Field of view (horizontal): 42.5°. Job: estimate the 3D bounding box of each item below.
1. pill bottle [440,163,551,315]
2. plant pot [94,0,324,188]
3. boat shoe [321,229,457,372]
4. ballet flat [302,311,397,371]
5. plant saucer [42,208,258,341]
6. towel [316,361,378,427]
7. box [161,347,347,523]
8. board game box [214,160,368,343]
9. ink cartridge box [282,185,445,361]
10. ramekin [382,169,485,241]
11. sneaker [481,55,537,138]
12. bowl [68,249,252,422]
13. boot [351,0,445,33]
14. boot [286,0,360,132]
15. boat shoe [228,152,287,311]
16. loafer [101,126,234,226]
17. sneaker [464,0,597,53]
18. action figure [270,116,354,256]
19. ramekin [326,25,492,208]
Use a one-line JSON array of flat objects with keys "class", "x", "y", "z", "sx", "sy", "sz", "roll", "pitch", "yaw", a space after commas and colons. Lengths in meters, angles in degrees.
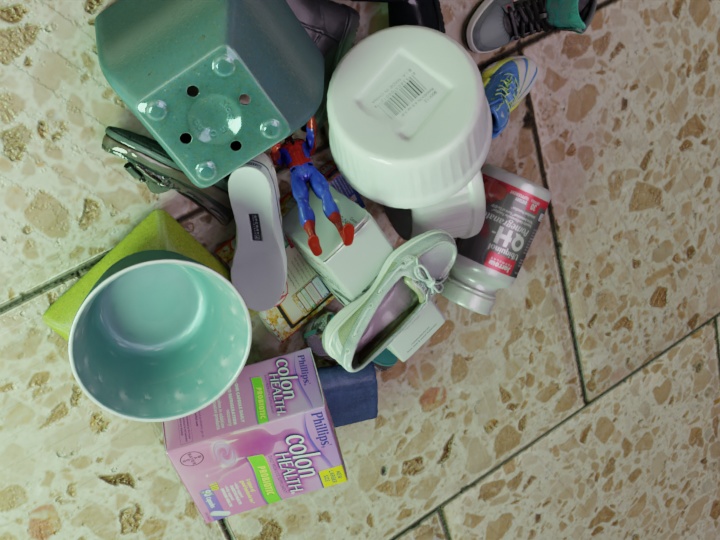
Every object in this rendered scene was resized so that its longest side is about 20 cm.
[{"class": "pill bottle", "x": 0.190, "y": -0.043, "z": 1.349, "sx": 0.110, "sy": 0.111, "sz": 0.202, "roll": 18, "pitch": 98, "yaw": -35}, {"class": "plant pot", "x": -0.154, "y": -0.204, "z": 0.983, "sx": 0.195, "sy": 0.201, "sz": 0.197, "roll": -30, "pitch": 125, "yaw": 11}, {"class": "boat shoe", "x": 0.044, "y": 0.036, "z": 1.079, "sx": 0.202, "sy": 0.065, "sz": 0.075, "roll": -41, "pitch": 125, "yaw": -9}, {"class": "ballet flat", "x": -0.020, "y": 0.104, "z": 1.302, "sx": 0.073, "sy": 0.072, "sz": 0.200, "roll": -59, "pitch": 146, "yaw": 1}, {"class": "plant saucer", "x": -0.246, "y": 0.060, "z": 1.132, "sx": 0.199, "sy": 0.048, "sz": 0.200, "roll": -42, "pitch": 123, "yaw": 3}, {"class": "towel", "x": -0.075, "y": 0.176, "z": 1.269, "sx": 0.198, "sy": 0.049, "sz": 0.112, "roll": -9, "pitch": 137, "yaw": -11}, {"class": "box", "x": -0.132, "y": 0.213, "z": 1.180, "sx": 0.198, "sy": 0.097, "sz": 0.177, "roll": -16, "pitch": 137, "yaw": -4}, {"class": "board game box", "x": -0.072, "y": -0.025, "z": 1.234, "sx": 0.199, "sy": 0.046, "sz": 0.152, "roll": -39, "pitch": 124, "yaw": -13}, {"class": "ink cartridge box", "x": 0.000, "y": 0.000, "z": 1.169, "sx": 0.083, "sy": 0.145, "sz": 0.200, "roll": -43, "pitch": 125, "yaw": -7}, {"class": "ramekin", "x": 0.078, "y": -0.127, "z": 1.204, "sx": 0.093, "sy": 0.202, "sz": 0.204, "roll": -20, "pitch": 118, "yaw": -11}, {"class": "sneaker", "x": 0.190, "y": -0.226, "z": 1.282, "sx": 0.199, "sy": 0.105, "sz": 0.076, "roll": -37, "pitch": 123, "yaw": -14}, {"class": "bowl", "x": -0.230, "y": 0.057, "z": 1.045, "sx": 0.198, "sy": 0.105, "sz": 0.203, "roll": -9, "pitch": 120, "yaw": -17}, {"class": "boot", "x": 0.032, "y": -0.331, "z": 1.131, "sx": 0.167, "sy": 0.076, "sz": 0.203, "roll": -18, "pitch": 113, "yaw": -52}, {"class": "boot", "x": -0.114, "y": -0.268, "z": 1.104, "sx": 0.198, "sy": 0.065, "sz": 0.167, "roll": 12, "pitch": 100, "yaw": -35}, {"class": "boat shoe", "x": -0.123, "y": -0.048, "z": 1.129, "sx": 0.070, "sy": 0.070, "sz": 0.202, "roll": 1, "pitch": 120, "yaw": 9}, {"class": "loafer", "x": -0.220, "y": -0.107, "z": 1.101, "sx": 0.199, "sy": 0.072, "sz": 0.063, "roll": 21, "pitch": 102, "yaw": -37}, {"class": "sneaker", "x": 0.247, "y": -0.350, "z": 1.261, "sx": 0.199, "sy": 0.121, "sz": 0.084, "roll": -35, "pitch": 123, "yaw": -15}, {"class": "action figure", "x": -0.065, "y": -0.124, "z": 1.073, "sx": 0.065, "sy": 0.201, "sz": 0.100, "roll": -17, "pitch": 139, "yaw": -10}, {"class": "ramekin", "x": 0.054, "y": -0.184, "z": 1.076, "sx": 0.201, "sy": 0.200, "sz": 0.098, "roll": -46, "pitch": 162, "yaw": -8}]
